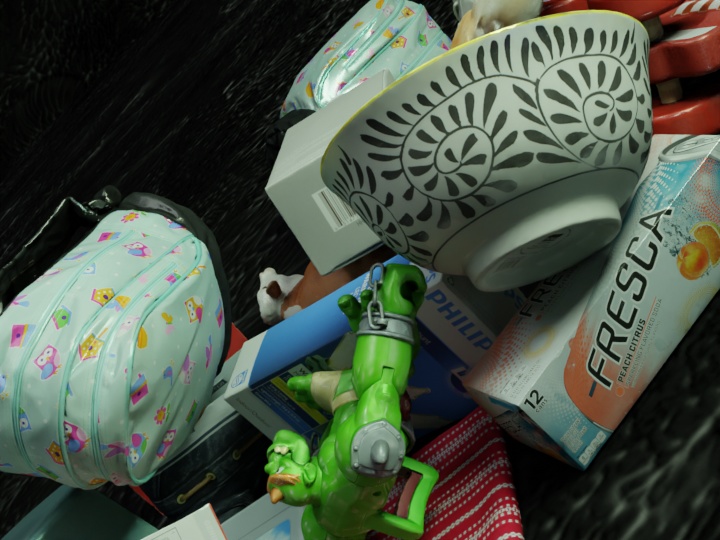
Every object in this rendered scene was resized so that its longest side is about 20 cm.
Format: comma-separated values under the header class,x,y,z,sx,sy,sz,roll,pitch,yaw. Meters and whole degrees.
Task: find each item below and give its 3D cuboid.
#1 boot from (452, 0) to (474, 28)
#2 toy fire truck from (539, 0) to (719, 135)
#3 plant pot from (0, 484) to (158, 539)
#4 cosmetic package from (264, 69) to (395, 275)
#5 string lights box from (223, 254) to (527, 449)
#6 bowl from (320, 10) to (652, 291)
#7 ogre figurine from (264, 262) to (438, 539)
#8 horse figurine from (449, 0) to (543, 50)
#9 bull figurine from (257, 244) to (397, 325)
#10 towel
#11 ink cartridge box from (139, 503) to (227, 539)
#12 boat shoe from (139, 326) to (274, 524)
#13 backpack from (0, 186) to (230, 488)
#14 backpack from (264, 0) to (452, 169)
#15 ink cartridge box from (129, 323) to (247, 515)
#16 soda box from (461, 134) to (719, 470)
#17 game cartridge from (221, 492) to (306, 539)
class,x,y,z,sx,sy,sz,roll,pitch,yaw
boot,0.108,-0.188,1.076,0.073,0.096,0.200,-28,-18,-45
toy fire truck,0.217,-0.165,0.928,0.168,0.112,0.200,-29,16,-23
plant pot,-0.205,0.247,0.868,0.200,0.141,0.141,-59,14,-20
cosmetic package,-0.003,-0.082,1.037,0.107,0.090,0.200,-30,13,13
string lights box,0.016,0.059,0.883,0.200,0.103,0.059,-30,28,35
bowl,0.086,-0.049,0.740,0.201,0.201,0.094,-33,69,31
ogre figurine,-0.001,0.095,0.785,0.200,0.098,0.120,-44,30,42
horse figurine,0.103,-0.170,0.862,0.200,0.050,0.133,-65,12,6
bull figurine,0.000,0.000,1.060,0.200,0.065,0.121,-3,42,53
towel,0.033,0.172,0.772,0.145,0.022,0.200,-38,23,18
ink cartridge box,-0.155,0.223,0.765,0.200,0.109,0.050,-26,0,-10
boat shoe,-0.076,0.114,0.996,0.200,0.091,0.071,-35,20,-11
backpack,-0.161,0.051,0.857,0.126,0.167,0.200,2,24,19
backpack,0.007,-0.164,1.246,0.200,0.127,0.167,-50,19,-16
ink cartridge box,-0.154,0.086,1.039,0.050,0.200,0.161,16,63,47
soda box,0.151,0.014,0.772,0.200,0.064,0.068,-52,23,-11
game cartridge,-0.075,0.225,0.860,0.133,0.040,0.200,-33,26,22
